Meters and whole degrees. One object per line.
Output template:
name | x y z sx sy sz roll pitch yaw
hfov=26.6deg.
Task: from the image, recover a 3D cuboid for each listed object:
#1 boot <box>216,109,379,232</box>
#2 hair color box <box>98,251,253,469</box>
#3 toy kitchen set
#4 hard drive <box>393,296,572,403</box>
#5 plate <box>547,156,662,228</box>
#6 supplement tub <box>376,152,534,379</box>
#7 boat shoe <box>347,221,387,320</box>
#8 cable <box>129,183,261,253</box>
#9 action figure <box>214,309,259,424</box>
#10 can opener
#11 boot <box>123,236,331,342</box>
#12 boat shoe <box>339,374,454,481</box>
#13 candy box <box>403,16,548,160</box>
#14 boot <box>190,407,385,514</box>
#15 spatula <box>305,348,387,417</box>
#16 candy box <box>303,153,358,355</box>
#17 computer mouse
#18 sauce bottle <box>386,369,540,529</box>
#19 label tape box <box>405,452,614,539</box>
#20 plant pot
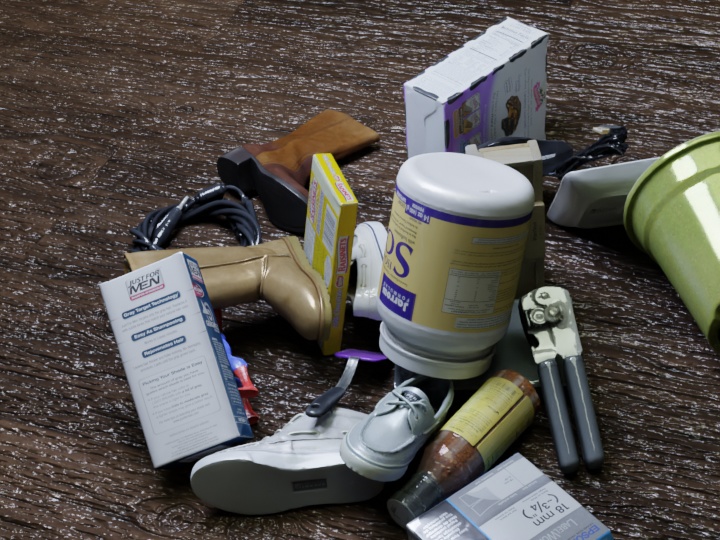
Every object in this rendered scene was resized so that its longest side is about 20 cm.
boot | -0.054 -0.130 1.952 0.199 0.069 0.187 -26 35 -33
hair color box | -0.190 0.094 1.575 0.099 0.061 0.202 -20 79 7
toy kitchen set | 0.115 -0.079 1.732 0.161 0.202 0.181 -7 38 -1
hard drive | 0.136 0.088 1.659 0.197 0.033 0.140 -3 39 6
plate | 0.323 -0.088 1.757 0.197 0.200 0.033 -8 78 -1
supplement tub | 0.094 -0.006 1.569 0.143 0.203 0.146 8 21 -3
boat shoe | 0.000 0.000 1.733 0.069 0.072 0.201 0 27 -10
cable | -0.200 -0.033 1.844 0.161 0.051 0.201 -10 40 -4
action figure | -0.182 0.091 1.675 0.098 0.066 0.201 -8 38 -15
can opener | 0.208 0.110 1.564 0.052 0.067 0.202 -11 66 -1
boot | -0.146 0.030 1.665 0.197 0.067 0.176 -7 33 -20
boat shoe | 0.040 0.146 1.512 0.070 0.072 0.200 29 22 15
candy box | 0.147 -0.193 1.894 0.071 0.169 0.199 29 50 34
boot | -0.073 0.189 1.547 0.197 0.074 0.096 0 32 -5
spatula | -0.017 0.115 1.605 0.056 0.021 0.200 6 21 17
candy box | -0.037 -0.017 1.680 0.026 0.202 0.103 -5 37 -17
computer mouse | 0.233 -0.135 1.818 0.198 0.047 0.140 1 -18 -43
sauce bottle | 0.101 0.180 1.524 0.066 0.067 0.200 26 50 34
label tape box | 0.158 0.275 1.402 0.143 0.064 0.200 -28 43 -24
plant pot | 0.406 -0.017 1.642 0.198 0.202 0.186 -11 49 -5
